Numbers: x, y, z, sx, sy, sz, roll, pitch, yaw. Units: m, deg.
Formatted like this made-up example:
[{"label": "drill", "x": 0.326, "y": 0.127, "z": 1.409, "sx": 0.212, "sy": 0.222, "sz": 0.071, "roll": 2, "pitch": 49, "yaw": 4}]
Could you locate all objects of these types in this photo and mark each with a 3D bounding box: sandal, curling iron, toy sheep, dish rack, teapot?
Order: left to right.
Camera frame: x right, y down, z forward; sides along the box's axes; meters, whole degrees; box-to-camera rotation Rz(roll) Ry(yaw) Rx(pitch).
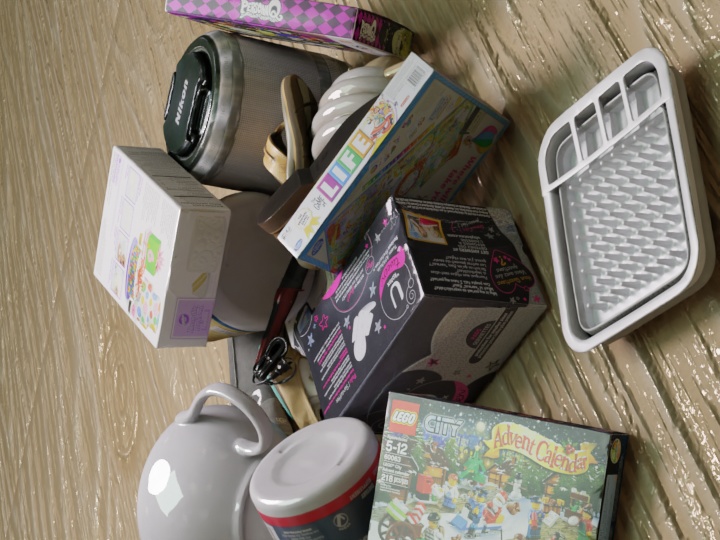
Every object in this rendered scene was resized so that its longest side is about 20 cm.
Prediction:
[{"label": "teapot", "x": -0.113, "y": 0.225, "z": 1.543, "sx": 0.145, "sy": 0.200, "sz": 0.199, "roll": 5, "pitch": 76, "yaw": 36}, {"label": "sandal", "x": -0.067, "y": -0.098, "z": 1.555, "sx": 0.053, "sy": 0.080, "sz": 0.202, "roll": -8, "pitch": 78, "yaw": 18}, {"label": "curling iron", "x": -0.064, "y": 0.024, "z": 1.565, "sx": 0.049, "sy": 0.026, "sz": 0.202, "roll": 4, "pitch": 67, "yaw": 35}, {"label": "toy sheep", "x": 0.015, "y": -0.124, "z": 1.521, "sx": 0.138, "sy": 0.137, "sz": 0.201, "roll": -42, "pitch": 29, "yaw": 51}, {"label": "dish rack", "x": 0.208, "y": -0.050, "z": 1.211, "sx": 0.172, "sy": 0.043, "sz": 0.202, "roll": -39, "pitch": 48, "yaw": 52}]

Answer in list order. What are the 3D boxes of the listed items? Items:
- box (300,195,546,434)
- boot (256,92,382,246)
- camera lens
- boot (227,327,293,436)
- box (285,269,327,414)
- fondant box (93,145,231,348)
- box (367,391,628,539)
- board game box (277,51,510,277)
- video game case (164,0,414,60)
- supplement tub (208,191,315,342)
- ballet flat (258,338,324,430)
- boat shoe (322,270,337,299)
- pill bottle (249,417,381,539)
[{"label": "box", "x": 0.053, "y": 0.047, "z": 1.389, "sx": 0.200, "sy": 0.131, "sz": 0.115, "roll": -56, "pitch": 40, "yaw": 42}, {"label": "boot", "x": -0.001, "y": -0.090, "z": 1.440, "sx": 0.200, "sy": 0.075, "sz": 0.074, "roll": -43, "pitch": 18, "yaw": 17}, {"label": "camera lens", "x": -0.098, "y": -0.160, "z": 1.672, "sx": 0.160, "sy": 0.198, "sz": 0.162, "roll": -27, "pitch": 58, "yaw": 57}, {"label": "boot", "x": -0.135, "y": 0.144, "z": 1.796, "sx": 0.182, "sy": 0.072, "sz": 0.201, "roll": -38, "pitch": 55, "yaw": 36}, {"label": "box", "x": -0.033, "y": 0.050, "z": 1.660, "sx": 0.120, "sy": 0.041, "sz": 0.201, "roll": -61, "pitch": 31, "yaw": 35}, {"label": "fondant box", "x": -0.204, "y": -0.027, "z": 1.592, "sx": 0.200, "sy": 0.058, "sz": 0.146, "roll": 40, "pitch": 123, "yaw": 56}, {"label": "box", "x": 0.105, "y": 0.179, "z": 1.244, "sx": 0.198, "sy": 0.038, "sz": 0.138, "roll": 8, "pitch": 90, "yaw": 32}, {"label": "board game box", "x": 0.031, "y": -0.081, "z": 1.398, "sx": 0.201, "sy": 0.134, "sz": 0.034, "roll": -53, "pitch": 53, "yaw": 9}, {"label": "video game case", "x": -0.066, "y": -0.247, "z": 1.564, "sx": 0.181, "sy": 0.198, "sz": 0.036, "roll": -3, "pitch": -77, "yaw": -72}, {"label": "supplement tub", "x": -0.151, "y": 0.001, "z": 1.700, "sx": 0.199, "sy": 0.144, "sz": 0.146, "roll": -14, "pitch": 69, "yaw": 59}, {"label": "ballet flat", "x": -0.035, "y": 0.146, "z": 1.567, "sx": 0.063, "sy": 0.069, "sz": 0.201, "roll": -29, "pitch": 77, "yaw": 17}, {"label": "boat shoe", "x": 0.000, "y": 0.000, "z": 1.562, "sx": 0.065, "sy": 0.072, "sz": 0.201, "roll": -40, "pitch": 31, "yaw": 39}, {"label": "pill bottle", "x": -0.002, "y": 0.240, "z": 1.368, "sx": 0.119, "sy": 0.119, "sz": 0.201, "roll": 25, "pitch": 145, "yaw": 62}]
